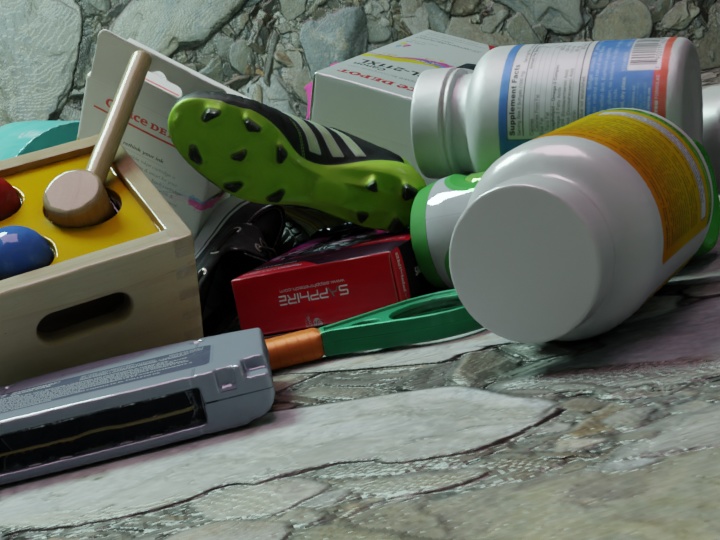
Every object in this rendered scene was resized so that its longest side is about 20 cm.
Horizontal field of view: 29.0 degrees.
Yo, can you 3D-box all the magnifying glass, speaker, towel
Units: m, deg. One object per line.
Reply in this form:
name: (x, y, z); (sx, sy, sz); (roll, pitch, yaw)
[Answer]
magnifying glass: (-0.004, 0.041, 0.874); (0.198, 0.023, 0.080); (-12, 8, -4)
speaker: (0.137, -0.036, 0.946); (0.198, 0.089, 0.088); (-8, 9, 30)
towel: (-0.049, -0.055, 1.142); (0.085, 0.018, 0.200); (20, -8, -16)

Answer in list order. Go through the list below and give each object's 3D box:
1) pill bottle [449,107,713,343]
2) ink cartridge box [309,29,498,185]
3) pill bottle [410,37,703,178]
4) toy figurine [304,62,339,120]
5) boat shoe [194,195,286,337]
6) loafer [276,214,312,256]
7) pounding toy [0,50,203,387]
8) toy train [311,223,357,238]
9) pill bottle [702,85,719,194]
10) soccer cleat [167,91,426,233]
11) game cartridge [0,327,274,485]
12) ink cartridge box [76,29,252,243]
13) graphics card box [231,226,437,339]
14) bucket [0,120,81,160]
pill bottle: (0.124, -0.025, 0.781); (0.110, 0.112, 0.200); (-9, 9, 28)
ink cartridge box: (0.066, -0.138, 1.207); (0.145, 0.084, 0.200); (19, 28, 26)
pill bottle: (0.143, -0.109, 1.014); (0.198, 0.113, 0.112); (1, 12, 23)
toy figurine: (-0.005, -0.132, 1.377); (0.149, 0.202, 0.184); (23, 7, 16)
boat shoe: (-0.098, 0.001, 1.054); (0.066, 0.071, 0.200); (4, 28, 27)
loafer: (-0.103, -0.011, 1.202); (0.199, 0.071, 0.073); (17, 62, 43)
pounding toy: (-0.195, -0.028, 0.935); (0.199, 0.143, 0.184); (-19, 39, -23)
toy train: (0.017, -0.051, 1.272); (0.199, 0.088, 0.114); (-7, 1, 45)
pill bottle: (0.218, -0.093, 1.118); (0.199, 0.112, 0.111); (-6, 10, 42)
soccer cleat: (-0.046, -0.081, 1.002); (0.198, 0.068, 0.081); (19, 22, -18)
game cartridge: (-0.147, 0.077, 0.790); (0.198, 0.041, 0.133); (-13, 11, -3)
ink cartridge box: (-0.156, -0.096, 1.083); (0.116, 0.201, 0.068); (27, 41, 7)
graphics card box: (0.000, 0.000, 1.041); (0.124, 0.051, 0.200); (-11, 7, 21)
bucket: (-0.281, -0.046, 1.302); (0.206, 0.209, 0.134); (-18, 11, -34)
